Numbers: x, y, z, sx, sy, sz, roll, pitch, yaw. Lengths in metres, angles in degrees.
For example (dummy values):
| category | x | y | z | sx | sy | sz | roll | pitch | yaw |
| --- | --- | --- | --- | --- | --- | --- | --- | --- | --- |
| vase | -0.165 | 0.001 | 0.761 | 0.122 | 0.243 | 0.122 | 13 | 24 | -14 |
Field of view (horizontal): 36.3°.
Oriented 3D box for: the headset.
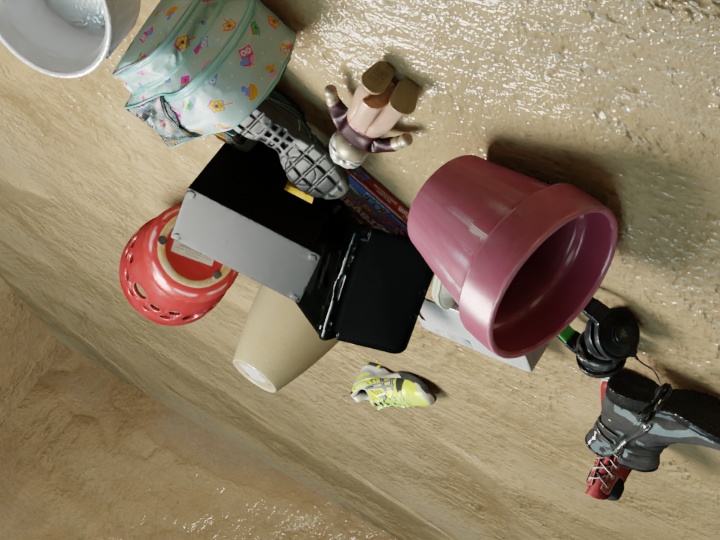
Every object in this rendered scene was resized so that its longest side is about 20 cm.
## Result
| category | x | y | z | sx | sy | sz | roll | pitch | yaw |
| --- | --- | --- | --- | --- | --- | --- | --- | --- | --- |
| headset | 0.307 | 0.103 | 1.397 | 0.200 | 0.094 | 0.124 | 38 | 160 | 13 |

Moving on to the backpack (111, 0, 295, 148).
| category | x | y | z | sx | sy | sz | roll | pitch | yaw |
| --- | --- | --- | --- | --- | --- | --- | --- | --- | --- |
| backpack | -0.181 | -0.248 | 1.292 | 0.199 | 0.176 | 0.153 | 6 | 148 | 46 |

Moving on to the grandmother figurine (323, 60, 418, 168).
| category | x | y | z | sx | sy | sz | roll | pitch | yaw |
| --- | --- | --- | --- | --- | --- | --- | --- | --- | --- |
| grandmother figurine | 0.004 | -0.179 | 1.320 | 0.121 | 0.061 | 0.200 | 44 | 157 | 3 |

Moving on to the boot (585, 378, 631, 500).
| category | x | y | z | sx | sy | sz | roll | pitch | yaw |
| --- | --- | --- | --- | --- | --- | --- | --- | --- | --- |
| boot | 0.356 | 0.242 | 1.547 | 0.072 | 0.144 | 0.200 | 22 | 154 | 36 |

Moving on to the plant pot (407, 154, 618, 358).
| category | x | y | z | sx | sy | sz | roll | pitch | yaw |
| --- | --- | --- | --- | --- | --- | --- | --- | --- | --- |
| plant pot | 0.157 | -0.031 | 1.235 | 0.179 | 0.200 | 0.200 | 41 | 165 | 34 |

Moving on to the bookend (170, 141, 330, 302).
| category | x | y | z | sx | sy | sz | roll | pitch | yaw |
| --- | --- | --- | --- | --- | --- | --- | --- | --- | --- |
| bookend | -0.130 | -0.085 | 1.539 | 0.198 | 0.200 | 0.092 | 27 | 127 | -1 |

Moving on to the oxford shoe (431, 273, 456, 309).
| category | x | y | z | sx | sy | sz | roll | pitch | yaw |
| --- | --- | --- | --- | --- | --- | --- | --- | --- | --- |
| oxford shoe | 0.138 | 0.002 | 1.475 | 0.058 | 0.075 | 0.200 | 31 | 154 | 15 |

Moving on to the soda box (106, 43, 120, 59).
| category | x | y | z | sx | sy | sz | roll | pitch | yaw |
| --- | --- | --- | --- | --- | --- | --- | --- | --- | --- |
| soda box | -0.410 | -0.379 | 1.508 | 0.200 | 0.069 | 0.064 | 34 | 159 | 2 |

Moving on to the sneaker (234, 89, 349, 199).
| category | x | y | z | sx | sy | sz | roll | pitch | yaw |
| --- | --- | --- | --- | --- | --- | --- | --- | --- | --- |
| sneaker | -0.085 | -0.178 | 1.431 | 0.200 | 0.079 | 0.075 | 43 | 132 | -13 |

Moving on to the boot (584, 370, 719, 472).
| category | x | y | z | sx | sy | sz | roll | pitch | yaw |
| --- | --- | --- | --- | --- | --- | --- | --- | --- | --- |
| boot | 0.405 | 0.218 | 1.449 | 0.199 | 0.070 | 0.132 | 23 | 132 | 20 |

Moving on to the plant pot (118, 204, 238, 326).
| category | x | y | z | sx | sy | sz | roll | pitch | yaw |
| --- | --- | --- | --- | --- | --- | --- | --- | --- | --- |
| plant pot | -0.320 | -0.012 | 1.974 | 0.200 | 0.201 | 0.182 | 40 | 156 | -11 |

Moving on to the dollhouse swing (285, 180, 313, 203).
| category | x | y | z | sx | sy | sz | roll | pitch | yaw |
| --- | --- | --- | --- | --- | --- | --- | --- | --- | --- |
| dollhouse swing | -0.085 | -0.066 | 1.724 | 0.199 | 0.176 | 0.182 | 28 | 116 | 21 |

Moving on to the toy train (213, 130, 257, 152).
| category | x | y | z | sx | sy | sz | roll | pitch | yaw |
| --- | --- | --- | --- | --- | --- | --- | --- | --- | --- |
| toy train | -0.220 | -0.235 | 1.516 | 0.199 | 0.085 | 0.114 | 26 | 166 | 26 |

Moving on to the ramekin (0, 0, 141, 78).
| category | x | y | z | sx | sy | sz | roll | pitch | yaw |
| --- | --- | --- | --- | --- | --- | --- | --- | --- | --- |
| ramekin | -0.374 | -0.354 | 1.384 | 0.200 | 0.098 | 0.201 | 15 | 130 | 18 |

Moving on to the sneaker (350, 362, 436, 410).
| category | x | y | z | sx | sy | sz | roll | pitch | yaw |
| --- | --- | --- | --- | --- | --- | --- | --- | --- | --- |
| sneaker | 0.063 | 0.235 | 2.076 | 0.200 | 0.077 | 0.075 | 7 | 143 | 50 |

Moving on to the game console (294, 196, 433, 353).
| category | x | y | z | sx | sy | sz | roll | pitch | yaw |
| --- | --- | --- | --- | --- | --- | --- | --- | --- | --- |
| game console | 0.000 | 0.000 | 1.572 | 0.176 | 0.116 | 0.201 | 51 | 136 | 40 |

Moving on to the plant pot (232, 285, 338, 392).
| category | x | y | z | sx | sy | sz | roll | pitch | yaw |
| --- | --- | --- | --- | --- | --- | --- | --- | --- | --- |
| plant pot | -0.131 | 0.107 | 1.931 | 0.187 | 0.200 | 0.188 | 31 | 159 | 13 |

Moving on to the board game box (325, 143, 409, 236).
| category | x | y | z | sx | sy | sz | roll | pitch | yaw |
| --- | --- | --- | --- | --- | --- | --- | --- | --- | --- |
| board game box | 0.011 | -0.095 | 1.535 | 0.200 | 0.019 | 0.103 | 41 | 160 | -12 |

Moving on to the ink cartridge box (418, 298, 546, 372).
| category | x | y | z | sx | sy | sz | roll | pitch | yaw |
| --- | --- | --- | --- | --- | --- | --- | --- | --- | --- |
| ink cartridge box | 0.166 | 0.070 | 1.607 | 0.199 | 0.050 | 0.109 | 22 | 156 | 35 |
